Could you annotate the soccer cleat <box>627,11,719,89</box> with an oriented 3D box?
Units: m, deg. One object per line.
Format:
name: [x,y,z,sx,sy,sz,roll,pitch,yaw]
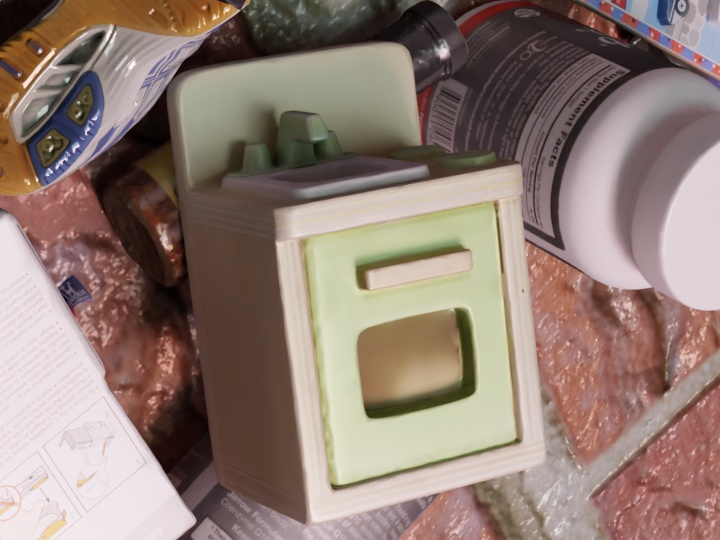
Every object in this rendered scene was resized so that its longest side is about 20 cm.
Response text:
soccer cleat: [0.224,-0.098,1.293,0.084,0.065,0.200,-47,131,-13]

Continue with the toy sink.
toy sink: [0.000,0.000,1.033,0.130,0.112,0.202,-11,101,-26]

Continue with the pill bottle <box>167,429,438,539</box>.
pill bottle: [-0.024,0.105,1.163,0.200,0.114,0.114,-47,131,-10]

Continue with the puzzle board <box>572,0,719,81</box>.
puzzle board: [0.181,-0.219,1.191,0.150,0.017,0.201,21,82,-37]

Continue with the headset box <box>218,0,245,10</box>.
headset box: [-0.079,-0.230,0.911,0.093,0.174,0.201,32,85,-43]

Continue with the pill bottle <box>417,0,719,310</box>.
pill bottle: [0.124,-0.059,1.141,0.115,0.200,0.117,-17,121,-31]

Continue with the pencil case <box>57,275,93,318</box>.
pencil case: [-0.185,0.094,1.053,0.088,0.088,0.201,-2,112,-37]

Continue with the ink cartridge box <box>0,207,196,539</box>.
ink cartridge box: [-0.190,0.098,0.933,0.200,0.045,0.177,-39,121,-20]

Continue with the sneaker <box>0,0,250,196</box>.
sneaker: [-0.104,-0.116,1.012,0.200,0.088,0.075,-42,89,1]

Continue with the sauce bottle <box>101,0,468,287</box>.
sauce bottle: [-0.033,-0.069,1.106,0.200,0.066,0.066,-36,129,-18]
